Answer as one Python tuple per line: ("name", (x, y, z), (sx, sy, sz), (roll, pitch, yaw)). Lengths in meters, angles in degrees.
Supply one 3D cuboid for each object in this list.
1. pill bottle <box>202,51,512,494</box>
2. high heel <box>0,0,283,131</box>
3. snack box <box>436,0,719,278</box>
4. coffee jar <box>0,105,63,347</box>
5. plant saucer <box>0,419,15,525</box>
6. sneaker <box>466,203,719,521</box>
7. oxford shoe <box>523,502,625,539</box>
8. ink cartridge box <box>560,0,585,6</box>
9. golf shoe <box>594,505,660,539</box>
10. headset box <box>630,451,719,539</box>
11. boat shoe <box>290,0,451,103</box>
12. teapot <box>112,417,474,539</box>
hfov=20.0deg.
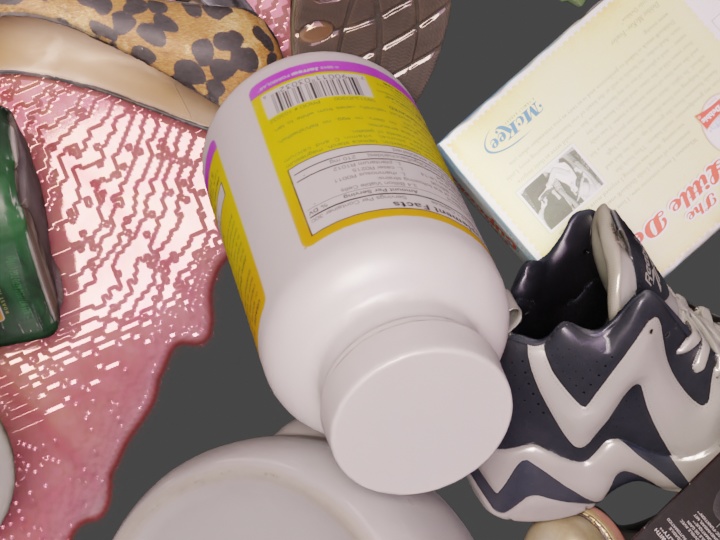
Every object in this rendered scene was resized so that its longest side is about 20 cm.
("pill bottle", (0.000, 0.000, 0.849), (0.104, 0.200, 0.105), (-8, 128, -11))
("high heel", (-0.137, -0.082, 0.915), (0.199, 0.071, 0.143), (-31, 82, -13))
("snack box", (0.144, -0.077, 0.947), (0.200, 0.037, 0.116), (-41, 90, -4))
("coffee jar", (-0.237, -0.002, 0.891), (0.199, 0.105, 0.086), (-13, 47, -2))
("plant saucer", (-0.249, 0.077, 0.871), (0.199, 0.201, 0.050), (-12, 49, -3))
("sneaker", (0.138, 0.026, 0.886), (0.198, 0.080, 0.130), (-9, 126, -8))
("oxford shoe", (0.086, 0.202, 0.881), (0.070, 0.074, 0.201), (-4, 86, 36))
("ink cartridge box", (0.091, -0.223, 0.876), (0.048, 0.200, 0.146), (33, 85, 33))
("golf shoe", (0.195, 0.111, 0.922), (0.199, 0.073, 0.093), (-22, 86, -3))
("headset box", (0.196, 0.127, 0.815), (0.149, 0.075, 0.200), (47, 123, 14))
("boat shoe", (0.003, -0.159, 0.930), (0.074, 0.073, 0.201), (3, 107, -11))
("teapot", (-0.012, 0.168, 0.880), (0.200, 0.146, 0.198), (-49, 64, 17))
